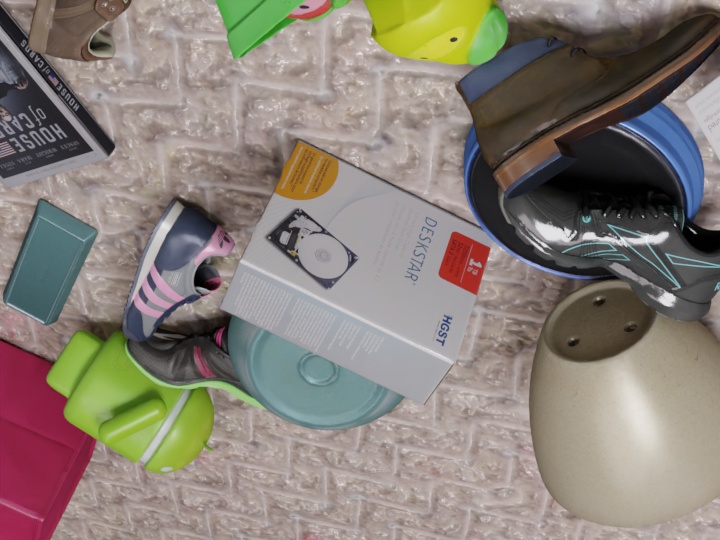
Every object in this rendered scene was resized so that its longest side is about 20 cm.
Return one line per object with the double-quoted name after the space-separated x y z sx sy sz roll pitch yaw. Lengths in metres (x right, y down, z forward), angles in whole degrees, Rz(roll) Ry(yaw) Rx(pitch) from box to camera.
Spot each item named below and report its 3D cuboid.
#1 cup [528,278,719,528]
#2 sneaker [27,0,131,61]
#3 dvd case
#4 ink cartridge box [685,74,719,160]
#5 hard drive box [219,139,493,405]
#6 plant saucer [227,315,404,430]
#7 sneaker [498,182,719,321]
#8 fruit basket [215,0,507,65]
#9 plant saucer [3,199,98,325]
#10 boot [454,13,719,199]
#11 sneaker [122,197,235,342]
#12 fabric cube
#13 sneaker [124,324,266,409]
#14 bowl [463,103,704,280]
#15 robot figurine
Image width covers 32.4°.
0.224 0.094 1.053 0.198 0.201 0.144 -6 130 30 "cup"
-0.216 -0.246 0.992 0.075 0.071 0.200 11 147 -17 "sneaker"
-0.342 -0.168 1.156 0.149 0.025 0.201 -11 130 34 "dvd case"
0.327 -0.066 0.843 0.115 0.067 0.201 -40 75 48 "ink cartridge box"
0.000 0.000 1.083 0.198 0.157 0.077 25 140 -5 "hard drive box"
-0.040 0.090 1.246 0.198 0.036 0.202 4 121 6 "plant saucer"
0.202 -0.036 0.966 0.198 0.076 0.080 24 127 -12 "sneaker"
0.012 -0.210 0.862 0.214 0.156 0.217 18 129 24 "fruit basket"
-0.344 -0.002 1.350 0.069 0.019 0.200 30 141 -8 "plant saucer"
0.163 -0.147 0.899 0.199 0.075 0.097 -35 78 13 "boot"
-0.186 0.018 1.251 0.081 0.070 0.201 26 138 -2 "sneaker"
-0.445 0.225 1.509 0.198 0.201 0.197 25 140 -4 "fabric cube"
-0.155 0.087 1.331 0.198 0.077 0.084 11 124 8 "sneaker"
0.178 -0.069 1.012 0.198 0.040 0.202 13 139 11 "bowl"
-0.251 0.148 1.390 0.199 0.116 0.175 33 173 -6 "robot figurine"
